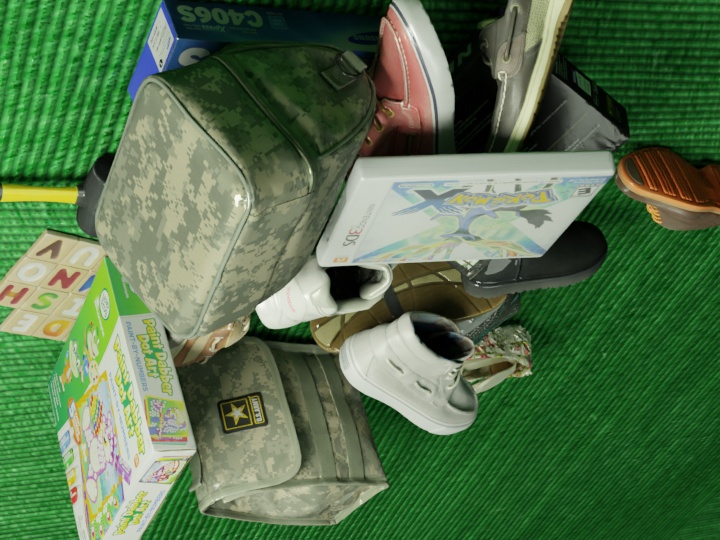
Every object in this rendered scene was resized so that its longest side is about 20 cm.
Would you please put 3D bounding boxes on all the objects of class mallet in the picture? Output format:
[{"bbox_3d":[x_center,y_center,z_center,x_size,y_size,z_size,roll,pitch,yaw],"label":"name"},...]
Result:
[{"bbox_3d":[-0.277,-0.054,1.141,0.199,0.041,0.066,-4,141,-20],"label":"mallet"}]

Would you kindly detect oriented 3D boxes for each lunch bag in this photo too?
[{"bbox_3d":[-0.092,0.160,1.448,0.199,0.165,0.118,7,143,-40],"label":"lunch bag"},{"bbox_3d":[-0.083,-0.065,1.063,0.167,0.139,0.200,-25,155,-38],"label":"lunch bag"}]

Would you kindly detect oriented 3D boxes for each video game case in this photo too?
[{"bbox_3d":[0.077,-0.046,1.143,0.199,0.022,0.182,-3,161,-13],"label":"video game case"}]

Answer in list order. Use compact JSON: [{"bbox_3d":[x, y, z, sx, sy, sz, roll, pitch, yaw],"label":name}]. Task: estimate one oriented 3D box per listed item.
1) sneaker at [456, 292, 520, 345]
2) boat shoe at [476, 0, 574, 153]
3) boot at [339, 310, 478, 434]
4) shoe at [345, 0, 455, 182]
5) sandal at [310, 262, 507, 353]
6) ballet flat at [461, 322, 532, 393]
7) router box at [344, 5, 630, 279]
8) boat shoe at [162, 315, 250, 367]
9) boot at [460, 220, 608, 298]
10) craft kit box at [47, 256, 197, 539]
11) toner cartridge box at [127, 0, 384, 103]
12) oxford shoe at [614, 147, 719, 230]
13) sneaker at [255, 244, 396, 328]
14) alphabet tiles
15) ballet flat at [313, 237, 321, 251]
[{"bbox_3d":[0.086,0.066,1.507,0.199,0.078,0.091,-32,151,18],"label":"sneaker"},{"bbox_3d":[0.121,-0.180,1.108,0.066,0.072,0.202,17,105,5],"label":"boat shoe"},{"bbox_3d":[0.076,0.099,1.399,0.095,0.074,0.200,-27,146,31],"label":"boot"},{"bbox_3d":[0.018,-0.123,1.100,0.091,0.072,0.200,-22,150,-6],"label":"shoe"},{"bbox_3d":[0.047,0.032,1.433,0.199,0.081,0.054,-20,164,-2],"label":"sandal"},{"bbox_3d":[0.099,0.110,1.587,0.199,0.064,0.076,-17,149,-7],"label":"ballet flat"},{"bbox_3d":[0.105,-0.103,1.226,0.149,0.051,0.200,35,121,-20],"label":"router box"},{"bbox_3d":[-0.131,0.031,1.245,0.071,0.076,0.200,3,158,-29],"label":"boat shoe"},{"bbox_3d":[0.178,-0.075,1.354,0.164,0.066,0.201,-17,135,-25],"label":"boot"},{"bbox_3d":[-0.215,0.125,1.275,0.048,0.201,0.198,3,140,-32],"label":"craft kit box"},{"bbox_3d":[-0.068,-0.153,1.111,0.199,0.043,0.095,-2,144,-30],"label":"toner cartridge box"},{"bbox_3d":[0.311,-0.070,1.445,0.199,0.072,0.073,10,141,-41],"label":"oxford shoe"},{"bbox_3d":[0.000,0.000,1.274,0.099,0.078,0.200,0,-157,38],"label":"sneaker"},{"bbox_3d":[-0.224,0.015,1.299,0.199,0.008,0.167,14,133,-44],"label":"alphabet tiles"},{"bbox_3d":[-0.088,-0.026,1.284,0.046,0.068,0.200,11,173,41],"label":"ballet flat"}]
